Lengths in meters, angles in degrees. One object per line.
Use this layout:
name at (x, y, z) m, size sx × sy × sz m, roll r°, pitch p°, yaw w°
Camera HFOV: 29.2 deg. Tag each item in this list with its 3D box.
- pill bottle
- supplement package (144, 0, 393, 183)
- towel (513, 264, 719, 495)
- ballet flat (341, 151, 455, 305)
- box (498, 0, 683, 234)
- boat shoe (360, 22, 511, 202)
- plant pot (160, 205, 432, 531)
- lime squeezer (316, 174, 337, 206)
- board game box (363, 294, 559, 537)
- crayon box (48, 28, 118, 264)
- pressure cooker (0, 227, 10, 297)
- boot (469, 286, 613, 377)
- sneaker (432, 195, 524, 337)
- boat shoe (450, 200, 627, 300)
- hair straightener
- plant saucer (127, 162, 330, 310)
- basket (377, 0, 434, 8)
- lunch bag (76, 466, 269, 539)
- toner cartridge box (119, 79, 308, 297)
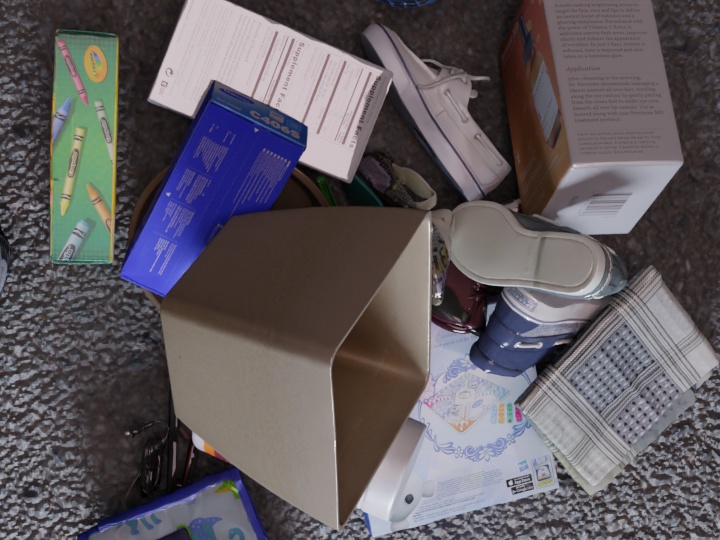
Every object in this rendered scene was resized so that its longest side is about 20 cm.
pill bottle at (-0.046, 0.151, 1.292) m, size 0.198 × 0.114 × 0.115 m, roll 22°, pitch 93°, yaw 8°
supplement package at (-0.087, -0.170, 1.276) m, size 0.198 × 0.114 × 0.110 m, roll 21°, pitch 94°, yaw -13°
towel at (0.261, 0.117, 1.368) m, size 0.193 × 0.035 × 0.200 m, roll -45°, pitch 134°, yaw -3°
ballet flat at (0.049, -0.049, 1.286) m, size 0.071 × 0.201 × 0.073 m, roll -17°, pitch 135°, yaw -18°
box at (0.206, -0.153, 1.276) m, size 0.105 × 0.153 × 0.202 m, roll -3°, pitch 68°, yaw -10°
boat shoe at (0.084, -0.165, 1.328) m, size 0.086 × 0.075 × 0.203 m, roll -37°, pitch 104°, yaw -4°
plant pot at (-0.057, 0.060, 1.173) m, size 0.176 × 0.200 × 0.201 m, roll 16°, pitch 133°, yaw 20°
lime squeezer at (0.000, 0.000, 1.327) m, size 0.037 × 0.071 × 0.201 m, roll -27°, pitch 98°, yaw 8°
board game box at (0.083, 0.141, 1.379) m, size 0.198 × 0.043 × 0.201 m, roll -13°, pitch 98°, yaw -8°
crayon box at (-0.249, -0.112, 1.251) m, size 0.058 × 0.119 × 0.202 m, roll 1°, pitch 96°, yaw -10°
pressure cooker at (-0.402, -0.007, 1.194) m, size 0.178 × 0.200 × 0.177 m, roll -37°, pitch 101°, yaw -5°
boot at (0.176, 0.052, 1.341) m, size 0.073 × 0.199 × 0.091 m, roll 45°, pitch 113°, yaw 29°
sneaker at (0.127, 0.003, 1.338) m, size 0.198 × 0.076 × 0.117 m, roll -16°, pitch 71°, yaw 1°
boat shoe at (0.155, -0.014, 1.246) m, size 0.061 × 0.199 × 0.074 m, roll 13°, pitch 94°, yaw -40°
hair straightener at (-0.191, 0.166, 1.341) m, size 0.076 × 0.041 × 0.202 m, roll 10°, pitch 99°, yaw -11°
plant saucer at (-0.118, -0.027, 1.300) m, size 0.198 × 0.030 × 0.202 m, roll 0°, pitch 118°, yaw 0°
basket at (0.031, -0.307, 1.250) m, size 0.198 × 0.176 × 0.141 m, roll -13°, pitch 103°, yaw -20°
lunch bag at (-0.155, 0.305, 1.313) m, size 0.169 × 0.127 × 0.202 m, roll -22°, pitch 100°, yaw -7°
toner cartridge box at (-0.132, -0.061, 1.233) m, size 0.094 × 0.043 × 0.201 m, roll 24°, pitch 119°, yaw -15°
